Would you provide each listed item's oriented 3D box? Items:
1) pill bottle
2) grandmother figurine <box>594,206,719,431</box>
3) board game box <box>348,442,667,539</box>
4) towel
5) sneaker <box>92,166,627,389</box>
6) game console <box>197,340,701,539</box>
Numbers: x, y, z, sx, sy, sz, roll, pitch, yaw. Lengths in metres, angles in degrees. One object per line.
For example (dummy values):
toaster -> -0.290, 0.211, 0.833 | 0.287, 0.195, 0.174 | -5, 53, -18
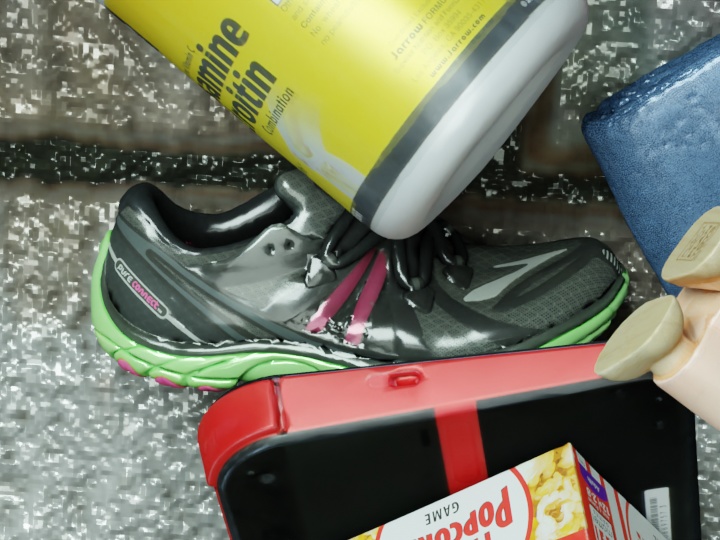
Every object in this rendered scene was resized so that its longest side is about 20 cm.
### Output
pill bottle -> -0.027, -0.112, 0.932 | 0.200, 0.112, 0.112 | 40, 106, 6
grandmother figurine -> 0.183, 0.060, 0.909 | 0.200, 0.061, 0.121 | 39, 90, -9
board game box -> 0.030, 0.152, 1.005 | 0.200, 0.046, 0.151 | -26, 138, 21
towel -> 0.173, -0.001, 1.001 | 0.112, 0.049, 0.200 | -29, 105, 12
sneaker -> 0.000, 0.000, 0.988 | 0.200, 0.077, 0.084 | 0, 107, -1
game console -> 0.039, 0.097, 1.000 | 0.177, 0.031, 0.200 | -10, 142, 2
